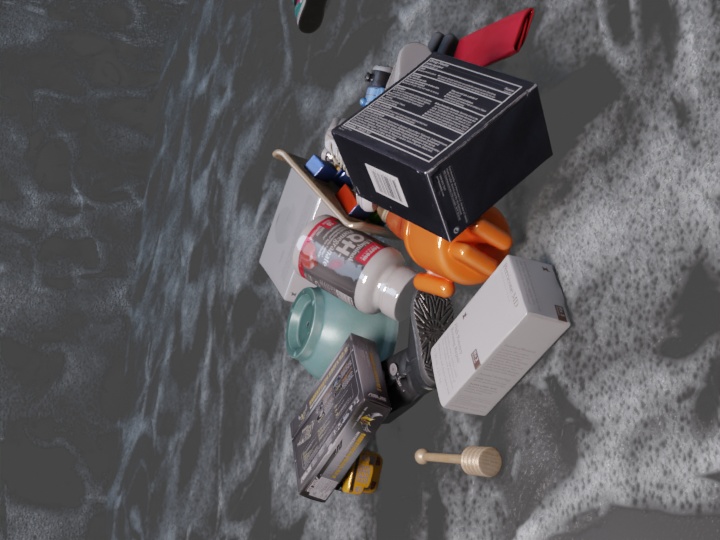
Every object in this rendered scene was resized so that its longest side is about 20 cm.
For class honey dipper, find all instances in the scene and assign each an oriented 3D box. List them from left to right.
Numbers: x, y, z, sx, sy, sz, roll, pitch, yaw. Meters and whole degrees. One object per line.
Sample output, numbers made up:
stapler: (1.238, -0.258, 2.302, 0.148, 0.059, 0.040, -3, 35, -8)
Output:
honey dipper: (0.120, 0.250, 1.330, 0.200, 0.038, 0.038, 161, 120, -64)

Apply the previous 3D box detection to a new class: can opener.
can opener: (0.107, -0.290, 1.638, 0.052, 0.066, 0.201, 20, 87, 43)

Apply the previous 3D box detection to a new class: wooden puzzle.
wooden puzzle: (-0.027, -0.129, 1.614, 0.200, 0.185, 0.046, 43, 103, 21)

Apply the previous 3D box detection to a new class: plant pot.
plant pot: (-0.042, 0.099, 1.657, 0.200, 0.133, 0.201, -43, 40, 51)

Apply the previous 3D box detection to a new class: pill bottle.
pill bottle: (0.000, 0.000, 1.561, 0.199, 0.110, 0.111, 29, 106, 29)

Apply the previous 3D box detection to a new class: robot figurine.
robot figurine: (0.129, -0.044, 1.376, 0.200, 0.116, 0.145, -153, 53, -68)

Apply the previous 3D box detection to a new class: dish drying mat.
dish drying mat: (0.194, -0.339, 1.519, 0.200, 0.018, 0.077, -5, 66, 67)

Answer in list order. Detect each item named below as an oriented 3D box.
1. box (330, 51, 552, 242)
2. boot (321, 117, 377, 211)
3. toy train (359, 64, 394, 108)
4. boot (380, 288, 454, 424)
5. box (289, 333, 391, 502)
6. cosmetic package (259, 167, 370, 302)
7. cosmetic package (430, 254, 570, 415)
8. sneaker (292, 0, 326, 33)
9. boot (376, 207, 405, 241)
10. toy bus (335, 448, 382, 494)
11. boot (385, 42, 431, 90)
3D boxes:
box: (0.108, -0.166, 1.312, 0.198, 0.124, 0.200, -40, 42, -18)
boot: (-0.014, -0.167, 1.562, 0.201, 0.095, 0.074, -83, -9, -45)
toy train: (0.046, -0.252, 1.682, 0.087, 0.114, 0.201, 15, 91, 66)
boot: (0.065, 0.127, 1.500, 0.200, 0.065, 0.166, 132, 146, -55)
box: (-0.034, 0.219, 1.496, 0.200, 0.048, 0.159, -57, 23, 24)
cosmetic package: (-0.081, -0.058, 1.846, 0.200, 0.122, 0.200, -69, 23, 14)
cosmetic package: (0.171, 0.085, 1.265, 0.200, 0.074, 0.102, -58, 30, 38)
sneaker: (-0.102, -0.658, 2.294, 0.200, 0.083, 0.121, -58, 38, 37)
boot: (0.095, -0.103, 1.497, 0.108, 0.075, 0.200, 57, 155, 19)
toy bus: (-0.027, 0.304, 1.575, 0.200, 0.078, 0.066, -1, 75, 66)
boot: (0.067, -0.244, 1.553, 0.096, 0.073, 0.201, 124, 161, -75)
